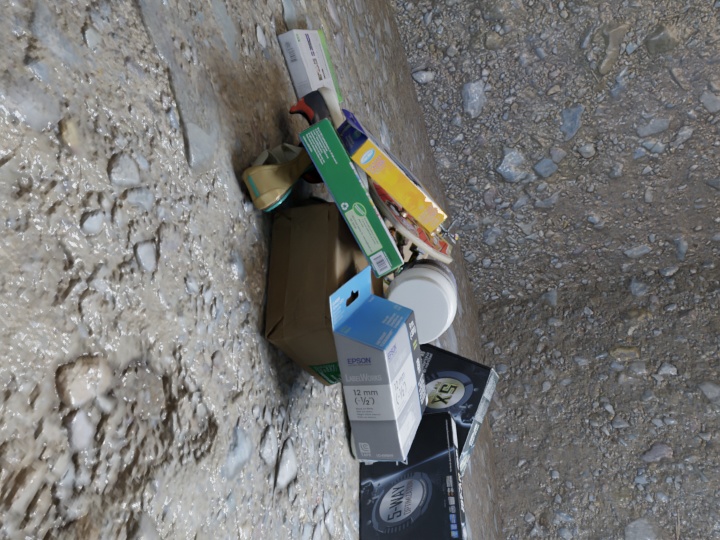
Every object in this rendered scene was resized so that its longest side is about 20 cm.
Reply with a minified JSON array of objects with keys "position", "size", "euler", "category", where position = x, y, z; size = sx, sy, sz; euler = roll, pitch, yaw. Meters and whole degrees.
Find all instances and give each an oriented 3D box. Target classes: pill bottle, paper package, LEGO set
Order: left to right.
[{"position":[-0.042,0.041,0.732],"size":[0.200,0.102,0.193],"euler":[55,29,-54],"category":"paper package"},{"position":[0.090,-0.046,0.993],"size":[0.153,0.116,0.201],"euler":[41,74,-18],"category":"LEGO set"},{"position":[0.099,0.047,0.843],"size":[0.200,0.112,0.115],"euler":[-34,111,-77],"category":"pill bottle"}]

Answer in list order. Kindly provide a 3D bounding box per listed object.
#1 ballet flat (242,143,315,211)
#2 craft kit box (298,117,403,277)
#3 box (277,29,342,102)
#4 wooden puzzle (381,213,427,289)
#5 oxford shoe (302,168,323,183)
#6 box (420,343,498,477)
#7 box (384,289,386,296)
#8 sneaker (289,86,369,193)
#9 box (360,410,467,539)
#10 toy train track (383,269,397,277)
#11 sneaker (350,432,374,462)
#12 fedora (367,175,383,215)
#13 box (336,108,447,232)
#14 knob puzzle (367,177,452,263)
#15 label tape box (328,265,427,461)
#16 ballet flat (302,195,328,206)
[{"position":[-0.106,-0.145,0.723],"size":[0.063,0.068,0.200],"euler":[55,21,-16],"category":"ballet flat"},{"position":[-0.011,-0.106,0.719],"size":[0.202,0.048,0.198],"euler":[61,3,-13],"category":"craft kit box"},{"position":[-0.089,-0.379,0.993],"size":[0.200,0.036,0.146],"euler":[-62,138,-63],"category":"box"},{"position":[0.063,-0.030,1.112],"size":[0.186,0.037,0.200],"euler":[-55,142,-16],"category":"wooden puzzle"},{"position":[-0.051,-0.195,0.930],"size":[0.071,0.072,0.200],"euler":[52,42,-7],"category":"oxford shoe"},{"position":[0.136,0.249,0.942],"size":[0.202,0.162,0.086],"euler":[-65,152,-11],"category":"box"},{"position":[0.065,0.143,1.052],"size":[0.118,0.041,0.203],"euler":[17,59,-53],"category":"box"},{"position":[-0.052,-0.183,0.837],"size":[0.075,0.084,0.202],"euler":[-148,-145,-79],"category":"sneaker"},{"position":[0.080,0.336,0.829],"size":[0.044,0.158,0.202],"euler":[58,26,-50],"category":"box"},{"position":[0.000,0.000,0.917],"size":[0.201,0.113,0.033],"euler":[-115,-176,-52],"category":"toy train track"},{"position":[0.012,0.206,0.852],"size":[0.072,0.072,0.203],"euler":[29,50,-66],"category":"sneaker"},{"position":[0.022,-0.177,1.134],"size":[0.200,0.081,0.204],"euler":[-13,90,-73],"category":"fedora"},{"position":[0.038,-0.151,0.767],"size":[0.199,0.041,0.120],"euler":[36,18,-29],"category":"box"},{"position":[0.087,-0.090,0.873],"size":[0.219,0.030,0.220],"euler":[39,18,-16],"category":"knob puzzle"},{"position":[0.029,0.106,0.647],"size":[0.143,0.065,0.203],"euler":[-38,121,-66],"category":"label tape box"},{"position":[-0.051,-0.073,0.881],"size":[0.200,0.067,0.065],"euler":[19,87,-70],"category":"ballet flat"}]
